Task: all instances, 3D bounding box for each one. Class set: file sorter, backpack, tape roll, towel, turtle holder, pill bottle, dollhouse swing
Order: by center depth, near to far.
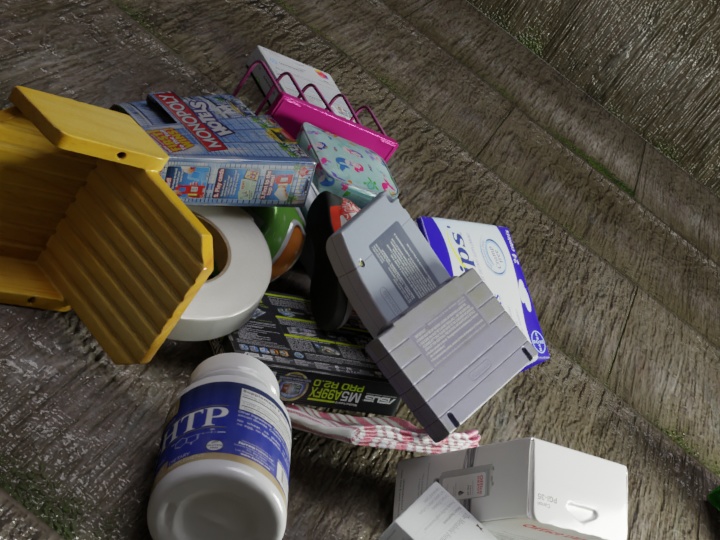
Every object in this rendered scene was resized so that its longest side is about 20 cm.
[{"bbox_3d":[-0.122,0.165,1.244,0.119,0.120,0.200,30,24,-16],"label":"pill bottle"},{"bbox_3d":[-0.270,-0.025,1.281,0.181,0.200,0.176,11,35,-45],"label":"dollhouse swing"},{"bbox_3d":[-0.190,-0.015,1.439,0.202,0.037,0.203,14,44,-14],"label":"tape roll"},{"bbox_3d":[0.012,0.164,1.449,0.200,0.030,0.146,13,-4,-43],"label":"towel"},{"bbox_3d":[-0.148,-0.053,1.615,0.185,0.141,0.132,6,-14,34],"label":"turtle holder"},{"bbox_3d":[-0.033,-0.087,1.801,0.200,0.151,0.178,27,24,-33],"label":"backpack"},{"bbox_3d":[-0.081,-0.186,1.909,0.200,0.139,0.126,19,28,-36],"label":"file sorter"}]

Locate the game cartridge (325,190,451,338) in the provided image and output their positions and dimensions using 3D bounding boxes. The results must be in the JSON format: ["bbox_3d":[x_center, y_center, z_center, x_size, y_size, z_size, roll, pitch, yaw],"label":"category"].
[{"bbox_3d":[0.047,0.023,1.514,0.200,0.041,0.133,56,47,-8],"label":"game cartridge"}]

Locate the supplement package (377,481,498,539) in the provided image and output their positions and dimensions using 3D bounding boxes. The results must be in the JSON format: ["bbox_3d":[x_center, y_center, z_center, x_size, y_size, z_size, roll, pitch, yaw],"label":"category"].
[{"bbox_3d":[0.094,0.317,1.283,0.200,0.110,0.114,42,25,10],"label":"supplement package"}]

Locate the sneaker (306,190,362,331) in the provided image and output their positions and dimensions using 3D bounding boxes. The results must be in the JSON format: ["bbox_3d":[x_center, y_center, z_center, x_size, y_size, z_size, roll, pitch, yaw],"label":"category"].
[{"bbox_3d":[0.000,-0.001,1.565,0.108,0.067,0.202,22,38,-26],"label":"sneaker"}]

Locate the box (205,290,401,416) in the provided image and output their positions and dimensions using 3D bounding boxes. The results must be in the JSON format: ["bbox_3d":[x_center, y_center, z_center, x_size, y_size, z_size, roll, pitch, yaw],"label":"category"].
[{"bbox_3d":[-0.066,0.084,1.493,0.199,0.044,0.160,10,26,-26],"label":"box"}]

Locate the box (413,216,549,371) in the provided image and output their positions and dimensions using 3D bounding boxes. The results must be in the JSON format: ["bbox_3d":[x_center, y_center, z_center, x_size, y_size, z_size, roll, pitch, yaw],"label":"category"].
[{"bbox_3d":[0.118,0.042,1.695,0.200,0.105,0.185,3,65,-51],"label":"box"}]

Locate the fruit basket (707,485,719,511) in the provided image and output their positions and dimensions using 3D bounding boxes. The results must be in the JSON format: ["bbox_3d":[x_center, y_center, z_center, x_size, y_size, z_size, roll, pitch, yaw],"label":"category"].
[{"bbox_3d":[0.561,0.337,1.854,0.155,0.216,0.216,40,24,6],"label":"fruit basket"}]

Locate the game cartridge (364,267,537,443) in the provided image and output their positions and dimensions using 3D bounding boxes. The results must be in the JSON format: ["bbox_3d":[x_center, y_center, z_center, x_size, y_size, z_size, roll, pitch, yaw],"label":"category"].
[{"bbox_3d":[0.098,0.085,1.470,0.130,0.038,0.200,50,41,6],"label":"game cartridge"}]

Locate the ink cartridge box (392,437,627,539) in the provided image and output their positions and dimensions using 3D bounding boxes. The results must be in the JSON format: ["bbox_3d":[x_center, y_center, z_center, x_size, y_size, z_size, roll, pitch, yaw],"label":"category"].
[{"bbox_3d":[0.152,0.233,1.397,0.146,0.200,0.083,20,65,-35],"label":"ink cartridge box"}]

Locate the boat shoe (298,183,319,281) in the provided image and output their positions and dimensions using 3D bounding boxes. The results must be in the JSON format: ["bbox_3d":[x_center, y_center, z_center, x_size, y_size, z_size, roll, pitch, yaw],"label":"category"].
[{"bbox_3d":[-0.041,-0.036,1.681,0.067,0.073,0.201,-31,112,-32],"label":"boat shoe"}]

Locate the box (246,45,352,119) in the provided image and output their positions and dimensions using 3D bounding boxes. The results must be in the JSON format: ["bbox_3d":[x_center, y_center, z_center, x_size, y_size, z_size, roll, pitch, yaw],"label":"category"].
[{"bbox_3d":[-0.079,-0.263,2.170,0.156,0.041,0.200,16,33,-41],"label":"box"}]

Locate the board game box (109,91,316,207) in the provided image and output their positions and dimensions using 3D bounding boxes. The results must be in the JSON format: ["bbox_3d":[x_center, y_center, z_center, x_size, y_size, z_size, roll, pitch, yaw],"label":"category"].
[{"bbox_3d":[-0.186,-0.135,1.491,0.199,0.062,0.200,-9,41,-37],"label":"board game box"}]
